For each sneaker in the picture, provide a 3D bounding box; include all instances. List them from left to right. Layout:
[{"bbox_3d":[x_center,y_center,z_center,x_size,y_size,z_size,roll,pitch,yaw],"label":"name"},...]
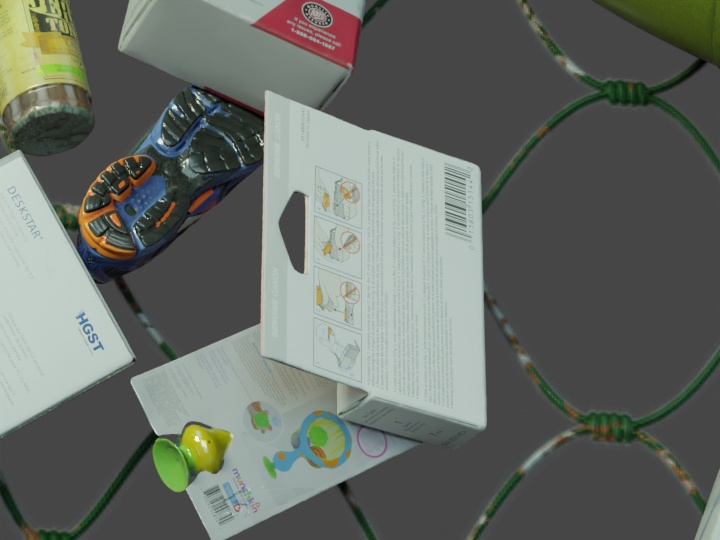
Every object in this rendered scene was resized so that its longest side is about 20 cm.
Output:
[{"bbox_3d":[-0.128,-0.060,1.762,0.075,0.078,0.200,46,49,6],"label":"sneaker"}]

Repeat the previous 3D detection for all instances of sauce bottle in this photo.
[{"bbox_3d":[-0.232,-0.178,1.819,0.064,0.065,0.201,-11,65,-11],"label":"sauce bottle"}]

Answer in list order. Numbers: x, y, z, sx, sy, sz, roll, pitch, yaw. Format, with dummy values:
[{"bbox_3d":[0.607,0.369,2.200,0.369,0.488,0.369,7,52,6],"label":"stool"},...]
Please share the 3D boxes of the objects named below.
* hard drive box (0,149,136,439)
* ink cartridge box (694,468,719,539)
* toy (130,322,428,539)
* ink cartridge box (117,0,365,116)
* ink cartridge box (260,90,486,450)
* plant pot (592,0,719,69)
[{"bbox_3d":[-0.268,0.042,1.661,0.199,0.077,0.156,-29,90,-19],"label":"hard drive box"},{"bbox_3d":[0.275,0.194,1.620,0.145,0.145,0.201,20,61,6],"label":"ink cartridge box"},{"bbox_3d":[-0.052,0.093,1.688,0.200,0.047,0.116,-22,80,-41],"label":"toy"},{"bbox_3d":[-0.072,-0.214,1.802,0.147,0.086,0.201,23,47,-16],"label":"ink cartridge box"},{"bbox_3d":[0.000,0.000,1.712,0.176,0.045,0.201,18,56,-28],"label":"ink cartridge box"},{"bbox_3d":[0.226,-0.248,1.843,0.192,0.201,0.201,19,61,19],"label":"plant pot"}]
